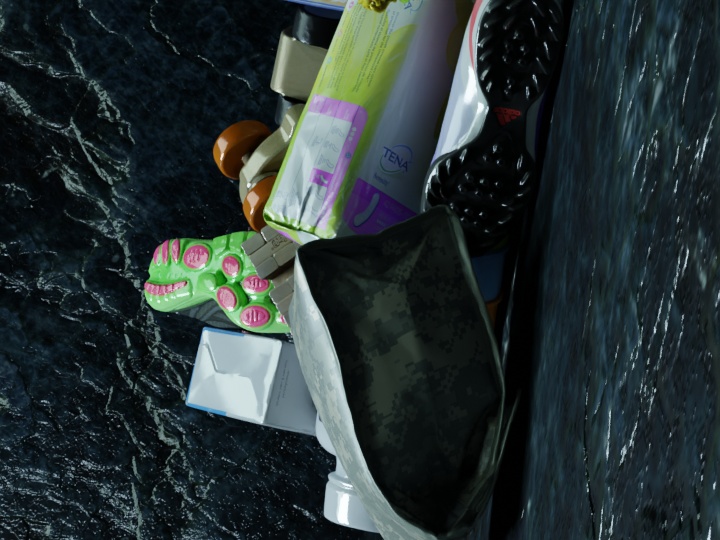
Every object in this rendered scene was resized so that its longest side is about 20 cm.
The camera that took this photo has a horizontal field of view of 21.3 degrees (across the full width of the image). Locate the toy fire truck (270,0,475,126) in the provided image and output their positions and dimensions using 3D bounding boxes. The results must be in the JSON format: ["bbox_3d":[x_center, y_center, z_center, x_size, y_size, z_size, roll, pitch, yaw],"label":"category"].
[{"bbox_3d":[0.042,-0.177,1.534,0.200,0.175,0.129,-46,-29,-65],"label":"toy fire truck"}]

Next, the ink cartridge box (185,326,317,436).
[{"bbox_3d":[-0.023,0.100,1.533,0.116,0.199,0.068,8,84,52],"label":"ink cartridge box"}]

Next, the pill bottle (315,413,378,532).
[{"bbox_3d":[0.029,0.089,1.422,0.120,0.119,0.201,-106,23,-87],"label":"pill bottle"}]

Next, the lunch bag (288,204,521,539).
[{"bbox_3d":[0.032,0.082,1.181,0.164,0.117,0.201,104,150,-75],"label":"lunch bag"}]

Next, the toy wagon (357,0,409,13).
[{"bbox_3d":[0.068,-0.237,1.189,0.200,0.039,0.155,-57,11,-6],"label":"toy wagon"}]

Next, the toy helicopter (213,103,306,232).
[{"bbox_3d":[-0.002,-0.098,1.412,0.200,0.132,0.079,-43,51,15],"label":"toy helicopter"}]

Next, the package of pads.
[{"bbox_3d":[0.025,-0.095,1.295,0.154,0.068,0.201,30,-99,-57],"label":"package of pads"}]

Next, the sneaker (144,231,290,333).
[{"bbox_3d":[-0.084,0.011,1.477,0.200,0.084,0.077,11,87,50],"label":"sneaker"}]

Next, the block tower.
[{"bbox_3d":[-0.007,0.052,1.342,0.201,0.054,0.058,59,-162,11],"label":"block tower"}]

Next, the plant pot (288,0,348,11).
[{"bbox_3d":[-0.002,-0.295,1.382,0.180,0.199,0.201,-72,-9,-47],"label":"plant pot"}]

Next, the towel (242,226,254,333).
[{"bbox_3d":[0.000,0.000,1.584,0.144,0.199,0.023,100,160,-57],"label":"towel"}]

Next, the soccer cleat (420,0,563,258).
[{"bbox_3d":[0.083,-0.100,1.202,0.073,0.068,0.201,-85,6,-57],"label":"soccer cleat"}]

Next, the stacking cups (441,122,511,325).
[{"bbox_3d":[0.079,-0.006,1.307,0.061,0.060,0.201,-85,-2,-62],"label":"stacking cups"}]
